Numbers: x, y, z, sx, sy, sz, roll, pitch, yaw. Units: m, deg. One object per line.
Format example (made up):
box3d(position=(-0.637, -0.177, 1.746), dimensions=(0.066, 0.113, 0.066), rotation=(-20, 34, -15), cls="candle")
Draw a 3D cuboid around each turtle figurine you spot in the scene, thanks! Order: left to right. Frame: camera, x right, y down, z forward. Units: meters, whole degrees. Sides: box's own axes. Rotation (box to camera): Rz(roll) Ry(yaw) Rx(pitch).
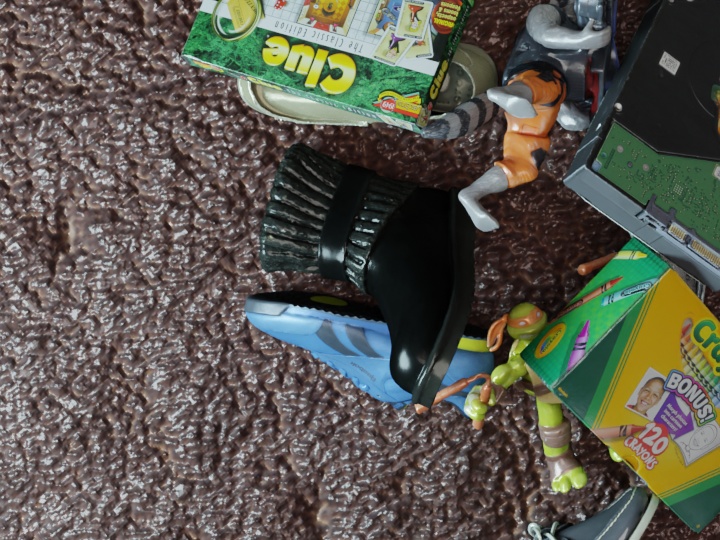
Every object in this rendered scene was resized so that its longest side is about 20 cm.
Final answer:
box3d(position=(0.139, 0.086, 1.106), dimensions=(0.199, 0.064, 0.162), rotation=(-35, 116, -13), cls="turtle figurine")

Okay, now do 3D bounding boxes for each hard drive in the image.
box3d(position=(0.239, -0.104, 1.034), dimensions=(0.139, 0.038, 0.201), rotation=(33, 63, -9), cls="hard drive")

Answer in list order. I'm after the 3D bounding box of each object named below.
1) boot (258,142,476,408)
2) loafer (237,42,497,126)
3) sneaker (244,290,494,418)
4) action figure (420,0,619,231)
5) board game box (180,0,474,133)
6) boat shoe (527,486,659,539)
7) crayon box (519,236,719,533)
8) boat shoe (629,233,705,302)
box3d(position=(0.000, 0.001, 1.060), dimensions=(0.156, 0.212, 0.080), rotation=(14, 130, -4), cls="boot")
box3d(position=(0.005, -0.146, 1.092), dimensions=(0.197, 0.068, 0.077), rotation=(-1, 98, 2), cls="loafer")
box3d(position=(0.004, 0.066, 1.122), dimensions=(0.197, 0.066, 0.080), rotation=(12, 101, 0), cls="sneaker")
box3d(position=(0.127, -0.153, 1.038), dimensions=(0.103, 0.194, 0.202), rotation=(16, 135, 21), cls="action figure")
box3d(position=(-0.026, -0.175, 1.064), dimensions=(0.198, 0.023, 0.106), rotation=(18, 84, 22), cls="board game box")
box3d(position=(0.145, 0.229, 1.132), dimensions=(0.063, 0.073, 0.200), rotation=(44, 107, 3), cls="boat shoe")
box3d(position=(0.222, 0.086, 1.064), dimensions=(0.119, 0.058, 0.200), rotation=(-45, 120, 3), cls="crayon box")
box3d(position=(0.228, -0.051, 1.098), dimensions=(0.071, 0.068, 0.203), rotation=(-3, 98, 2), cls="boat shoe")
